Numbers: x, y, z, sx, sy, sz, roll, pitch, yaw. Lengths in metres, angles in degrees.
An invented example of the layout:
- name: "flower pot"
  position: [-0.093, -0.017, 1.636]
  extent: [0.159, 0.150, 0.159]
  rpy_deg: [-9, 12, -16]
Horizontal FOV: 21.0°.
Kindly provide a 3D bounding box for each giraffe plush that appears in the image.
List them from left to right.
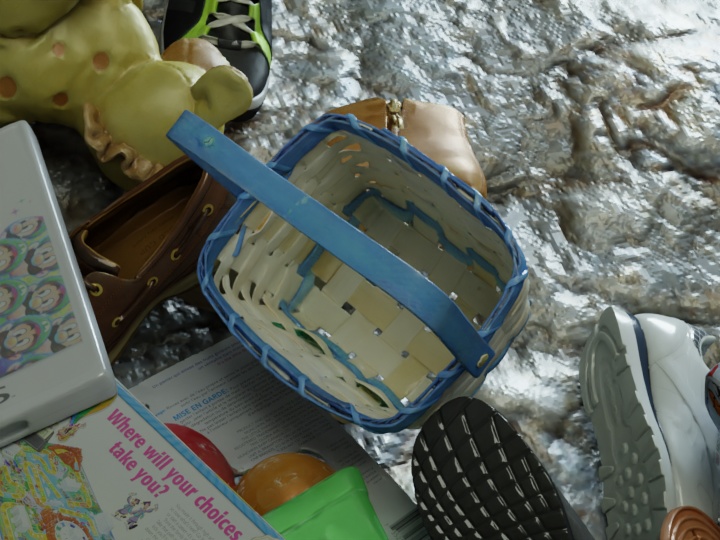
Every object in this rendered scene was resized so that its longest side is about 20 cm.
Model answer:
- name: "giraffe plush"
  position: [-0.141, -0.118, 1.145]
  extent: [0.162, 0.173, 0.200]
  rpy_deg: [35, 62, 2]

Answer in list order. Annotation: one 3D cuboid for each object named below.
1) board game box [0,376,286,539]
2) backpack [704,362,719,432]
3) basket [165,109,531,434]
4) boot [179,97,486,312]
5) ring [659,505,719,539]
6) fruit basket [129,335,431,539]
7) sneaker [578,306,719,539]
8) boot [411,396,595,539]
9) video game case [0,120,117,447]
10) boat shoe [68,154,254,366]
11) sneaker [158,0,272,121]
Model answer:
- name: "board game box"
  position: [-0.125, 0.137, 0.923]
  extent: [0.134, 0.034, 0.200]
  rpy_deg: [-38, 45, -15]
- name: "backpack"
  position: [0.280, 0.075, 1.052]
  extent: [0.154, 0.190, 0.200]
  rpy_deg: [-37, 75, 7]
- name: "basket"
  position: [0.000, 0.000, 0.995]
  extent: [0.176, 0.200, 0.139]
  rpy_deg: [38, 83, 27]
- name: "boot"
  position: [-0.023, -0.044, 1.180]
  extent: [0.200, 0.071, 0.144]
  rpy_deg: [-5, 42, -7]
- name: "ring"
  position: [0.194, 0.217, 0.990]
  extent: [0.019, 0.200, 0.201]
  rpy_deg: [-23, 53, 20]
- name: "fruit basket"
  position: [-0.077, 0.136, 1.015]
  extent: [0.185, 0.094, 0.200]
  rpy_deg: [-29, 49, -25]
- name: "sneaker"
  position: [0.183, 0.109, 1.114]
  extent: [0.080, 0.076, 0.201]
  rpy_deg: [10, 54, -19]
- name: "boot"
  position: [0.100, 0.157, 1.016]
  extent: [0.070, 0.132, 0.200]
  rpy_deg: [-32, 82, 9]
- name: "video game case"
  position: [-0.236, 0.025, 1.024]
  extent: [0.181, 0.024, 0.200]
  rpy_deg: [-24, 49, -1]
- name: "boat shoe"
  position: [-0.149, 0.005, 1.067]
  extent: [0.200, 0.068, 0.072]
  rpy_deg: [-40, 62, -9]
- name: "sneaker"
  position: [-0.090, -0.189, 1.246]
  extent: [0.071, 0.083, 0.201]
  rpy_deg: [4, 54, -12]
